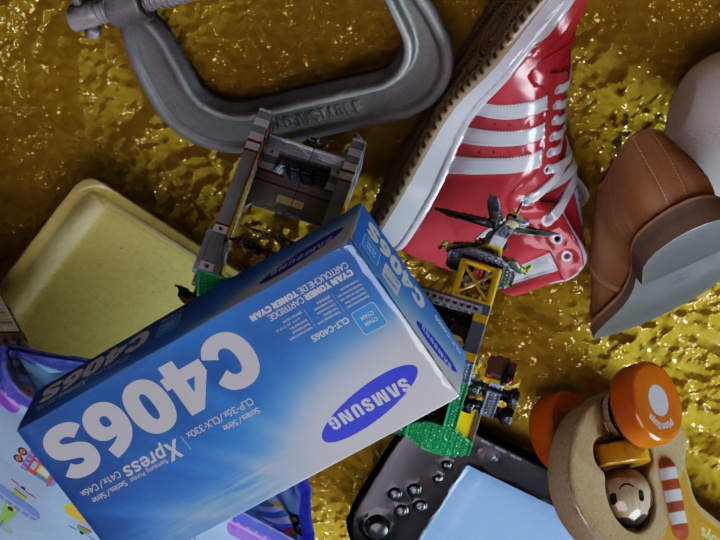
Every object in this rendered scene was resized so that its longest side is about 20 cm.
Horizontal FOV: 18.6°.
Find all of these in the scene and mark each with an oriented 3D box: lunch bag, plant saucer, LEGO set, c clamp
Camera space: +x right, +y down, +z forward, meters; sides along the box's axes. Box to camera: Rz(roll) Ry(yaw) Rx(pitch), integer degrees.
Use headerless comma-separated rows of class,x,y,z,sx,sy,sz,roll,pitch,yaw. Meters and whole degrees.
lunch bag,-0.142,0.122,1.172,0.199,0.095,0.151,21,134,-19
plant saucer,-0.124,0.057,1.243,0.199,0.049,0.200,33,117,-17
LEGO set,0.000,0.000,1.132,0.198,0.117,0.154,14,152,11
c clamp,-0.057,-0.129,1.122,0.198,0.027,0.172,-6,128,18

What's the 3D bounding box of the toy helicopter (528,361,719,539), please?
toy helicopter,0.177,0.151,1.251,0.079,0.133,0.199,-23,134,40

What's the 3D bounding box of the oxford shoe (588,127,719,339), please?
oxford shoe,0.149,-0.018,1.151,0.071,0.072,0.200,-22,162,-11

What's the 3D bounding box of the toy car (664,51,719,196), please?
toy car,0.258,-0.073,1.094,0.174,0.150,0.201,19,120,-9

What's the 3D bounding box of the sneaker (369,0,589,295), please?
sneaker,0.095,-0.071,1.146,0.112,0.071,0.201,27,126,-10

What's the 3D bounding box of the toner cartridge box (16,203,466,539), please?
toner cartridge box,-0.057,0.059,1.054,0.199,0.043,0.095,-30,109,20

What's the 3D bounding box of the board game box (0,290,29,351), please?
board game box,-0.287,-0.001,1.093,0.097,0.200,0.160,-36,74,21

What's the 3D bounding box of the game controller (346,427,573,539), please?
game controller,0.093,0.158,1.302,0.199,0.042,0.105,26,118,-15
